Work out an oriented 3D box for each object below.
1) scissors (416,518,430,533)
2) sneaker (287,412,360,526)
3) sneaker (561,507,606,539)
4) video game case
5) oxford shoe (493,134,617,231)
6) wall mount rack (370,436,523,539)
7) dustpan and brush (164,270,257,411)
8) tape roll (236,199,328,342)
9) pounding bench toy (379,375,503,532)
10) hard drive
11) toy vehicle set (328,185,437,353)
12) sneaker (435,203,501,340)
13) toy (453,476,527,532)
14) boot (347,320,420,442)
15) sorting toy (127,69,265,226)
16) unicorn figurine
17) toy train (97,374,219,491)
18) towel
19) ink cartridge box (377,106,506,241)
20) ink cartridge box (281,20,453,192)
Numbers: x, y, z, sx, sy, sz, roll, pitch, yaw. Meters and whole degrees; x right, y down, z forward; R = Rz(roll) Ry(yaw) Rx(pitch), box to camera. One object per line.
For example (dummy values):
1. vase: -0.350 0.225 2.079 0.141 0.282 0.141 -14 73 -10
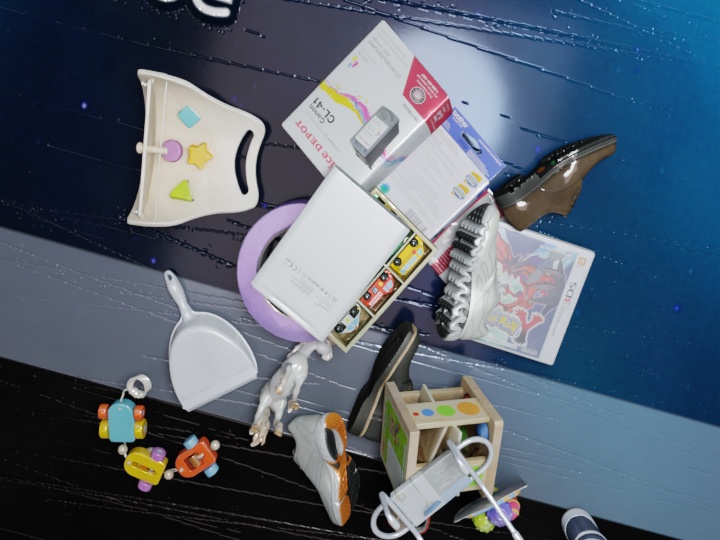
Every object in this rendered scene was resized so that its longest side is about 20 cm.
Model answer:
1. scissors: 0.080 0.344 1.011 0.071 0.014 0.206 4 114 6
2. sneaker: -0.061 0.313 1.010 0.089 0.076 0.206 0 111 28
3. sneaker: 0.402 0.488 1.010 0.070 0.109 0.201 -38 98 8
4. video game case: 0.230 0.030 0.952 0.194 0.023 0.187 17 103 -3
5. oxford shoe: 0.291 -0.127 0.914 0.197 0.073 0.086 -33 102 1
6. wall mount rack: 0.118 0.323 0.828 0.198 0.075 0.175 -37 114 2
7. dustpan and brush: -0.257 0.097 0.976 0.136 0.057 0.204 -24 106 3
8. tape roll: -0.083 -0.001 0.944 0.193 0.066 0.207 0 100 0
9. pounding bench toy: 0.117 0.278 0.922 0.151 0.125 0.206 -2 111 -14
10. hard drive: -0.043 -0.020 0.856 0.131 0.026 0.201 37 105 -6
11. toy vehicle set: 0.000 0.000 0.892 0.124 0.027 0.201 41 102 -7
12. sneaker: 0.168 0.005 0.906 0.079 0.075 0.206 8 107 -16
13. toy: 0.202 0.356 0.943 0.113 0.200 0.048 -29 75 3
14. boot: 0.079 0.190 0.981 0.135 0.078 0.204 24 113 -8
15. sorting toy: -0.228 -0.163 0.903 0.174 0.107 0.207 7 100 -9
16. unicorn figurine: -0.105 0.169 0.956 0.198 0.138 0.074 -36 109 21
17. toy train: -0.319 0.259 1.002 0.149 0.056 0.202 -36 101 5
18. towel: 0.170 -0.041 0.957 0.144 0.023 0.200 -42 98 8
19. ink cartridge box: 0.101 -0.122 0.916 0.199 0.042 0.120 -43 77 10
20. ink cartridge box: 0.011 -0.213 0.880 0.199 0.086 0.148 -42 83 7
